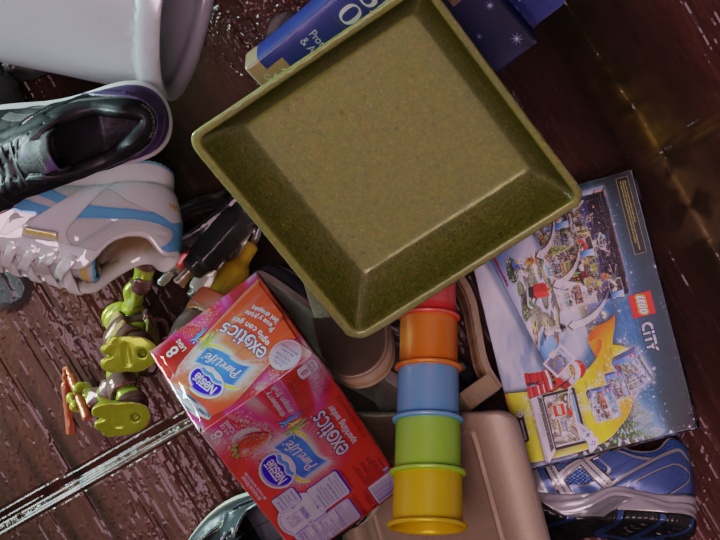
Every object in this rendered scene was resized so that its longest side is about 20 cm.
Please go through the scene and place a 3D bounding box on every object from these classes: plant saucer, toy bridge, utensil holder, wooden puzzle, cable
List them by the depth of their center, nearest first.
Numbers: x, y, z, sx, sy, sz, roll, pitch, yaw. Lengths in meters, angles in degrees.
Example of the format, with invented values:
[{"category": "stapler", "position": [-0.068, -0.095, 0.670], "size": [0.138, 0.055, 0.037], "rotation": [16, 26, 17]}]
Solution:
[{"category": "plant saucer", "position": [0.019, -0.080, 1.517], "size": [0.199, 0.048, 0.200], "rotation": [-32, 114, 17]}, {"category": "utensil holder", "position": [-0.219, -0.227, 1.629], "size": [0.199, 0.170, 0.171], "rotation": [11, 103, 9]}, {"category": "toy bridge", "position": [0.045, 0.014, 1.691], "size": [0.067, 0.027, 0.200], "rotation": [-32, 80, -25]}, {"category": "wooden puzzle", "position": [0.065, 0.194, 1.701], "size": [0.199, 0.037, 0.186], "rotation": [-6, 104, 44]}, {"category": "cable", "position": [-0.083, -0.048, 1.713], "size": [0.200, 0.050, 0.097], "rotation": [-44, 53, -2]}]

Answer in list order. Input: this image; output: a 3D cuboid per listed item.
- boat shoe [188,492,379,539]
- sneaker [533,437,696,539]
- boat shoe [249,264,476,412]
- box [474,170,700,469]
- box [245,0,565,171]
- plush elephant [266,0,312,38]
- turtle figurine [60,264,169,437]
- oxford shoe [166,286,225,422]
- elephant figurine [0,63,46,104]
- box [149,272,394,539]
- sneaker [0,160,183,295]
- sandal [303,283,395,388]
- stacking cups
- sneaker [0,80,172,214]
[{"category": "boat shoe", "position": [-0.076, 0.214, 1.728], "size": [0.199, 0.066, 0.075], "rotation": [-24, 95, 27]}, {"category": "sneaker", "position": [0.165, 0.167, 1.709], "size": [0.199, 0.076, 0.077], "rotation": [3, 64, 16]}, {"category": "boat shoe", "position": [0.003, 0.052, 1.718], "size": [0.200, 0.073, 0.063], "rotation": [36, 61, 5]}, {"category": "box", "position": [0.166, 0.039, 1.665], "size": [0.136, 0.038, 0.201], "rotation": [-14, 83, 10]}, {"category": "box", "position": [0.033, -0.164, 1.518], "size": [0.200, 0.032, 0.121], "rotation": [-39, 111, 16]}, {"category": "plush elephant", "position": [0.020, -0.182, 1.606], "size": [0.200, 0.155, 0.165], "rotation": [42, 104, -2]}, {"category": "turtle figurine", "position": [-0.183, 0.067, 1.698], "size": [0.064, 0.161, 0.201], "rotation": [19, 108, -15]}, {"category": "oxford shoe", "position": [-0.101, 0.102, 1.685], "size": [0.071, 0.073, 0.200], "rotation": [19, 148, 41]}, {"category": "elephant figurine", "position": [-0.331, -0.088, 1.652], "size": [0.141, 0.200, 0.156], "rotation": [8, 102, 7]}, {"category": "box", "position": [-0.058, 0.109, 1.597], "size": [0.099, 0.200, 0.096], "rotation": [-36, 50, -3]}, {"category": "sneaker", "position": [-0.231, -0.025, 1.630], "size": [0.199, 0.077, 0.081], "rotation": [-11, 60, -5]}, {"category": "sandal", "position": [-0.005, 0.001, 1.636], "size": [0.077, 0.070, 0.213], "rotation": [-15, 58, 12]}, {"category": "stacking cups", "position": [0.054, 0.092, 1.621], "size": [0.060, 0.061, 0.201], "rotation": [1, 74, 8]}, {"category": "sneaker", "position": [-0.235, -0.086, 1.550], "size": [0.199, 0.088, 0.076], "rotation": [-20, 97, 6]}]
